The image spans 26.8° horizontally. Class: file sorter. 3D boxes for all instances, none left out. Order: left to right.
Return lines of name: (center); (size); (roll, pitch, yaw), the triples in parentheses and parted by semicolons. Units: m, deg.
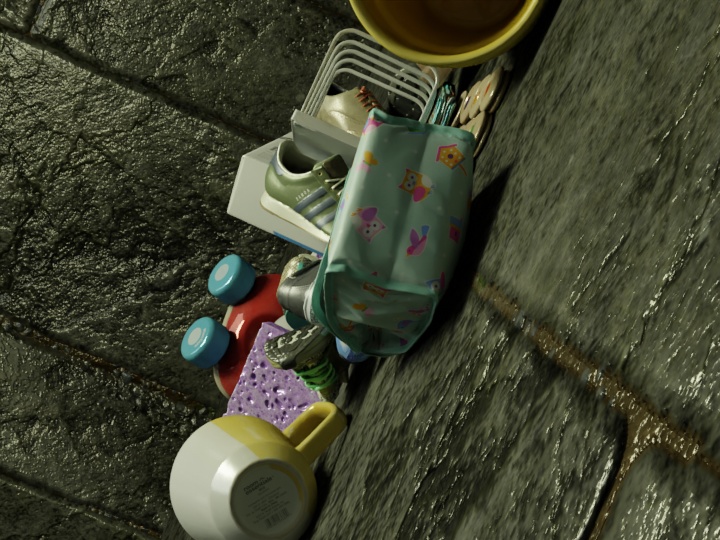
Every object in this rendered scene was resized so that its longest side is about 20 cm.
file sorter: (0.008, -0.183, 1.755); (0.200, 0.139, 0.125); (109, -174, -84)

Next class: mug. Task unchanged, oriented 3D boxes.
mug: (-0.109, 0.214, 1.582); (0.153, 0.149, 0.187); (173, 113, -73)

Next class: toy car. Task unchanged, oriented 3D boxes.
toy car: (-0.082, 0.083, 1.880); (0.200, 0.184, 0.177); (-8, 53, 48)

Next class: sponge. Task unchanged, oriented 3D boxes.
sponge: (-0.104, 0.172, 1.792); (0.200, 0.111, 0.030); (-66, -20, 5)

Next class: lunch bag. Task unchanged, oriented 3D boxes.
lunch bag: (0.031, -0.024, 1.365); (0.200, 0.122, 0.171); (98, -173, -69)

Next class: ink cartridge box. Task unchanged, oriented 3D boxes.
ink cartridge box: (-0.056, -0.103, 1.895); (0.200, 0.144, 0.084); (-38, -31, -64)

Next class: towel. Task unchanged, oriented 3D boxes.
towel: (0.075, -0.144, 1.744); (0.200, 0.022, 0.147); (-75, 8, -77)

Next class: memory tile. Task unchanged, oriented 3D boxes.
memory tile: (0.104, -0.132, 1.576); (0.200, 0.017, 0.154); (158, 135, -81)

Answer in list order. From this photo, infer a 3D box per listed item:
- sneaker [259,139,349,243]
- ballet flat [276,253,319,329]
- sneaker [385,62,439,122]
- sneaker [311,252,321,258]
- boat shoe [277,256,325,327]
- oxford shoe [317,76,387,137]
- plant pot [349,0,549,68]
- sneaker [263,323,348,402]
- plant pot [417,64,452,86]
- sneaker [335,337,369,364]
sneaker: (-0.031, -0.086, 1.722); (0.067, 0.200, 0.090); (-20, -52, -50)
ballet flat: (-0.057, 0.022, 1.715); (0.200, 0.068, 0.076); (76, -159, -78)
sneaker: (0.058, -0.185, 1.976); (0.079, 0.075, 0.200); (-37, -22, -57)
sneaker: (-0.009, 0.003, 1.872); (0.083, 0.081, 0.200); (-48, 17, 10)
boat shoe: (-0.012, 0.007, 1.484); (0.200, 0.066, 0.070); (-31, -50, -53)
oxford shoe: (0.003, -0.194, 1.916); (0.070, 0.200, 0.075); (-14, -60, -48)
plant pot: (0.100, -0.302, 1.504); (0.201, 0.200, 0.189); (-65, -9, 12)
sneaker: (-0.042, 0.100, 1.633); (0.077, 0.089, 0.200); (-21, -2, 15)
plant pot: (0.106, -0.325, 1.794); (0.201, 0.093, 0.201); (-59, 5, 9)
sneaker: (0.003, 0.020, 1.597); (0.089, 0.078, 0.200); (-59, 10, 38)
